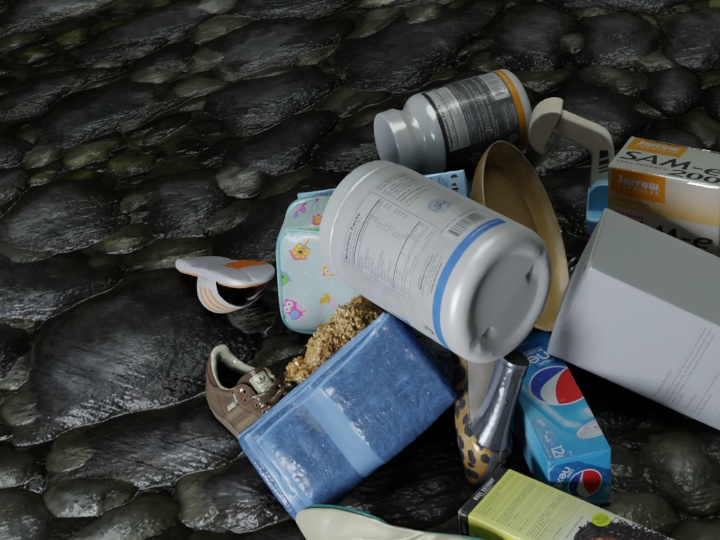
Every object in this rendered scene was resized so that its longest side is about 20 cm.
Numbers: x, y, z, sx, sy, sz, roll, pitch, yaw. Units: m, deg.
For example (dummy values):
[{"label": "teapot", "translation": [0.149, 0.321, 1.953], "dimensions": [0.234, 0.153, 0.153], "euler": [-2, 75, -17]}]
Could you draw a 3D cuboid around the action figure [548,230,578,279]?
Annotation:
[{"label": "action figure", "translation": [0.173, -0.010, 1.480], "dimensions": [0.150, 0.133, 0.200], "euler": [-58, 27, 3]}]

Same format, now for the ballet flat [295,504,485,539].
[{"label": "ballet flat", "translation": [0.026, 0.255, 1.116], "dimensions": [0.197, 0.070, 0.070], "euler": [6, 35, 20]}]

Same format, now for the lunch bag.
[{"label": "lunch bag", "translation": [0.000, 0.000, 1.419], "dimensions": [0.196, 0.162, 0.078], "euler": [2, 38, 5]}]

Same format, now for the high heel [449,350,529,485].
[{"label": "high heel", "translation": [0.107, 0.111, 1.259], "dimensions": [0.070, 0.145, 0.200], "euler": [8, 22, -16]}]

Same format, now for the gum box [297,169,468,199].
[{"label": "gum box", "translation": [0.035, -0.078, 1.536], "dimensions": [0.196, 0.045, 0.170], "euler": [-7, -4, 7]}]

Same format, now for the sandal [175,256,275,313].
[{"label": "sandal", "translation": [-0.163, 0.019, 1.522], "dimensions": [0.078, 0.060, 0.206], "euler": [-6, 8, -27]}]

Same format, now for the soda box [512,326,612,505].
[{"label": "soda box", "translation": [0.185, 0.143, 1.241], "dimensions": [0.063, 0.069, 0.201], "euler": [-12, 33, -5]}]

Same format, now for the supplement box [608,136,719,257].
[{"label": "supplement box", "translation": [0.332, -0.030, 1.348], "dimensions": [0.124, 0.203, 0.074], "euler": [13, 38, 30]}]

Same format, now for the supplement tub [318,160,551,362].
[{"label": "supplement tub", "translation": [0.068, -0.011, 1.183], "dimensions": [0.131, 0.134, 0.199], "euler": [-29, 39, -29]}]

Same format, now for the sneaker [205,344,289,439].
[{"label": "sneaker", "translation": [-0.099, 0.144, 1.294], "dimensions": [0.070, 0.077, 0.199], "euler": [-31, 39, -32]}]

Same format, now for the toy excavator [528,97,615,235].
[{"label": "toy excavator", "translation": [0.295, -0.105, 1.470], "dimensions": [0.191, 0.203, 0.100], "euler": [1, 33, 13]}]

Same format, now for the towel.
[{"label": "towel", "translation": [-0.011, 0.141, 1.206], "dimensions": [0.199, 0.049, 0.112], "euler": [-39, 76, 0]}]

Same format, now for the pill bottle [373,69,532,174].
[{"label": "pill bottle", "translation": [0.125, -0.194, 1.718], "dimensions": [0.197, 0.118, 0.117], "euler": [-18, 34, -14]}]

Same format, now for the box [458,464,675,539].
[{"label": "box", "translation": [0.186, 0.243, 1.108], "dimensions": [0.198, 0.051, 0.075], "euler": [18, 41, 34]}]

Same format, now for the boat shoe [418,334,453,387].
[{"label": "boat shoe", "translation": [0.047, 0.118, 1.311], "dimensions": [0.074, 0.066, 0.202], "euler": [17, 41, 33]}]

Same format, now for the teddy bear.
[{"label": "teddy bear", "translation": [-0.003, 0.055, 1.326], "dimensions": [0.144, 0.200, 0.067], "euler": [-9, 58, -53]}]

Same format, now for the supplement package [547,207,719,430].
[{"label": "supplement package", "translation": [0.303, 0.048, 1.256], "dimensions": [0.198, 0.118, 0.118], "euler": [24, 39, 4]}]

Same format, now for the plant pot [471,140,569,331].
[{"label": "plant pot", "translation": [0.162, -0.033, 1.306], "dimensions": [0.027, 0.202, 0.201], "euler": [-17, 27, 28]}]
